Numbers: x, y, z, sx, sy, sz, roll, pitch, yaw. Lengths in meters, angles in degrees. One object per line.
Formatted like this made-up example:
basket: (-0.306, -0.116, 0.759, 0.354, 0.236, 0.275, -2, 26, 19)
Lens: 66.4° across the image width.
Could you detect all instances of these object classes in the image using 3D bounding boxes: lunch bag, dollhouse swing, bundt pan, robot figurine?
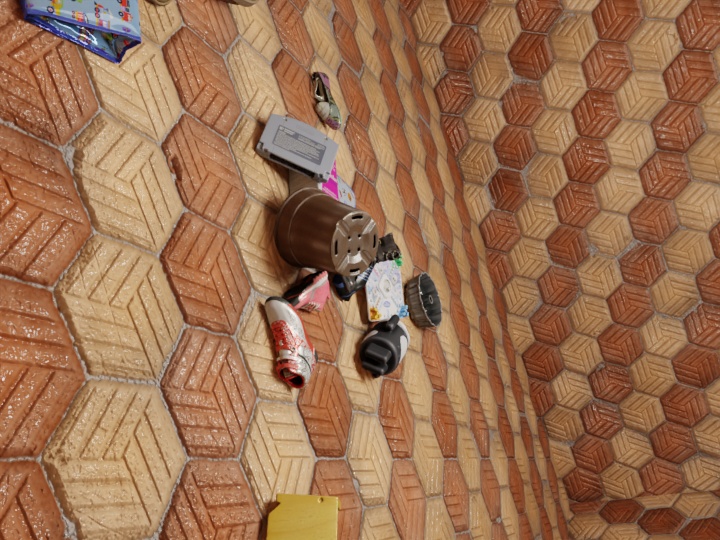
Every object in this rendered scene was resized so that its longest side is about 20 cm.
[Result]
lunch bag: (-0.491, -0.475, 0.942, 0.198, 0.092, 0.155, 4, 74, -53)
dollhouse swing: (-0.115, 0.574, 1.101, 0.177, 0.177, 0.205, 9, 58, -14)
bundt pan: (0.223, 0.113, 1.991, 0.201, 0.074, 0.207, 41, 41, -48)
robot figurine: (0.071, 0.219, 1.575, 0.126, 0.149, 0.200, 55, 29, -4)
lunch bag: (-0.065, -0.168, 1.597, 0.160, 0.074, 0.205, 41, 40, -51)

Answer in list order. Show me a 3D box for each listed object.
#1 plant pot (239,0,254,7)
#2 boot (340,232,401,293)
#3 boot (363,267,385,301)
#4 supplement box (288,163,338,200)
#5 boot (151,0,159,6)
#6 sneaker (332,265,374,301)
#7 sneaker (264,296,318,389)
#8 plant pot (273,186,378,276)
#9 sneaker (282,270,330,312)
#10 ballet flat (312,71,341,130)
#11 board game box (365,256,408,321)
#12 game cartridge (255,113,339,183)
plant pot: (-0.342, -0.748, 1.375, 0.200, 0.091, 0.206, 39, 42, -47)
boot: (0.027, -0.030, 1.476, 0.203, 0.169, 0.070, -95, 172, -51)
boot: (0.055, 0.015, 1.731, 0.146, 0.071, 0.201, 60, 37, -25)
supplement box: (-0.127, -0.235, 1.485, 0.101, 0.101, 0.205, 28, 49, -53)
boot: (-0.409, -0.646, 1.205, 0.074, 0.074, 0.203, 56, 32, -33)
sneaker: (0.000, 0.000, 1.569, 0.200, 0.069, 0.079, -44, 132, -24)
sneaker: (-0.162, 0.164, 1.215, 0.205, 0.066, 0.109, 64, 25, -24)
plant pot: (-0.073, -0.083, 1.306, 0.197, 0.196, 0.206, -15, 113, -38)
sneaker: (-0.119, 0.067, 1.351, 0.089, 0.072, 0.200, 68, 26, -11)
ballet flat: (-0.117, -0.536, 1.736, 0.070, 0.068, 0.205, -1, 71, -44)
board game box: (0.081, 0.047, 1.683, 0.198, 0.025, 0.206, 2, 81, -54)
game cartridge: (-0.157, -0.318, 1.411, 0.196, 0.042, 0.136, 23, 55, -11)
